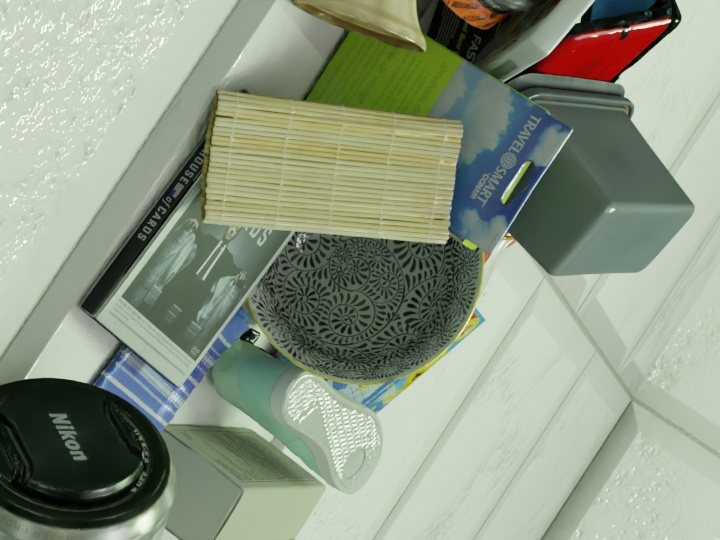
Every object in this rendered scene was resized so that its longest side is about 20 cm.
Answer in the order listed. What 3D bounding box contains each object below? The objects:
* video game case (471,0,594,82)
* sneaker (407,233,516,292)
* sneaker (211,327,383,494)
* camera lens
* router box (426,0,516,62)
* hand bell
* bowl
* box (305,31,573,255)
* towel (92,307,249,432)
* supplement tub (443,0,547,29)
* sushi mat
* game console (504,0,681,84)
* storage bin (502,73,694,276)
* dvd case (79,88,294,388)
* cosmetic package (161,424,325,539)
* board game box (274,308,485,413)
[{"bbox_3d":[0.166,-0.227,1.308,0.200,0.023,0.182,-49,-171,-17],"label":"video game case"},{"bbox_3d":[0.105,-0.067,1.441,0.201,0.078,0.116,-65,155,-23],"label":"sneaker"},{"bbox_3d":[-0.058,0.124,1.456,0.074,0.118,0.201,-54,142,-14],"label":"sneaker"},{"bbox_3d":[-0.221,0.189,1.127,0.160,0.159,0.201,-31,148,-50],"label":"camera lens"},{"bbox_3d":[0.131,-0.249,1.440,0.150,0.062,0.201,-34,150,-49],"label":"router box"},{"bbox_3d":[0.031,-0.272,1.176,0.104,0.103,0.202,13,96,-69],"label":"hand bell"},{"bbox_3d":[0.000,0.000,1.350,0.201,0.200,0.094,-53,175,-10],"label":"bowl"},{"bbox_3d":[0.057,-0.109,1.272,0.123,0.199,0.048,-56,162,1],"label":"box"},{"bbox_3d":[-0.170,0.094,1.308,0.201,0.024,0.145,-54,159,-10],"label":"towel"},{"bbox_3d":[0.137,-0.279,1.204,0.200,0.123,0.122,-38,169,26],"label":"supplement tub"},{"bbox_3d":[-0.020,-0.075,1.194,0.198,0.012,0.097,5,95,-21],"label":"sushi mat"},{"bbox_3d":[0.187,-0.219,1.397,0.171,0.120,0.200,-13,167,-22],"label":"game console"},{"bbox_3d":[0.178,-0.064,1.363,0.199,0.135,0.146,-1,137,-51],"label":"storage bin"},{"bbox_3d":[-0.115,-0.020,1.230,0.201,0.025,0.150,-54,150,-8],"label":"dvd case"},{"bbox_3d":[-0.119,0.198,1.465,0.074,0.103,0.200,-58,159,6],"label":"cosmetic package"},{"bbox_3d":[0.016,0.072,1.584,0.195,0.056,0.200,-40,160,3],"label":"board game box"}]
